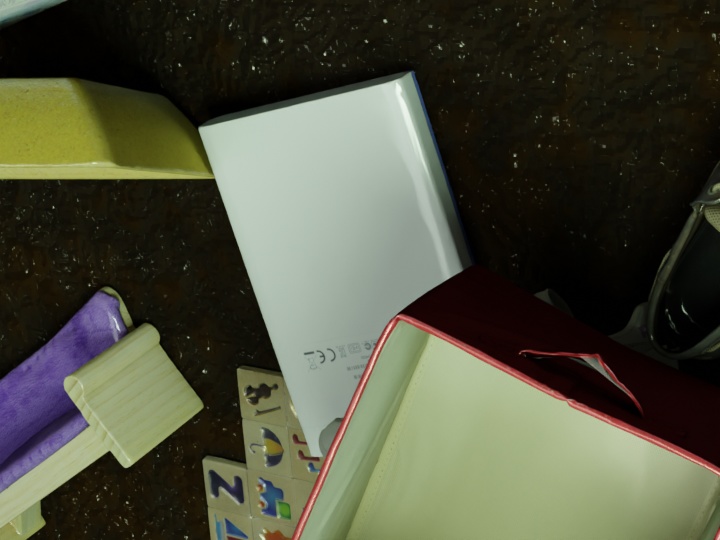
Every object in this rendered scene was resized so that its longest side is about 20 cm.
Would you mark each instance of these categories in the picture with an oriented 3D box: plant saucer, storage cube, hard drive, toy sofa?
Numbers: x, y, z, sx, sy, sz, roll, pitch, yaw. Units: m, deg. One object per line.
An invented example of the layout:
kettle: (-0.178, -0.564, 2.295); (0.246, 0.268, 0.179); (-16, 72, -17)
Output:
plant saucer: (-0.193, -0.075, 1.210); (0.199, 0.200, 0.049); (1, 91, 14)
storage cube: (0.076, 0.118, 1.052); (0.170, 0.180, 0.201); (26, 102, 9)
hard drive: (0.000, 0.000, 1.232); (0.131, 0.025, 0.201); (-11, 105, 30)
toy sofa: (-0.199, 0.102, 1.381); (0.200, 0.083, 0.098); (-36, 91, 39)

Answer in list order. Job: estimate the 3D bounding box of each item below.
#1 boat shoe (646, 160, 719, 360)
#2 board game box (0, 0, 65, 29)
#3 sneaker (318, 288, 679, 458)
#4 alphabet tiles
boat shoe: (0.198, -0.028, 1.064); (0.074, 0.073, 0.201); (34, 126, 15)
board game box: (-0.247, -0.139, 1.226); (0.198, 0.200, 0.044); (-15, 98, 37)
sneaker: (0.073, 0.064, 1.181); (0.199, 0.075, 0.100); (-8, 88, 15)
alphabet tiles: (-0.023, 0.155, 1.338); (0.166, 0.008, 0.201); (9, 115, 30)
